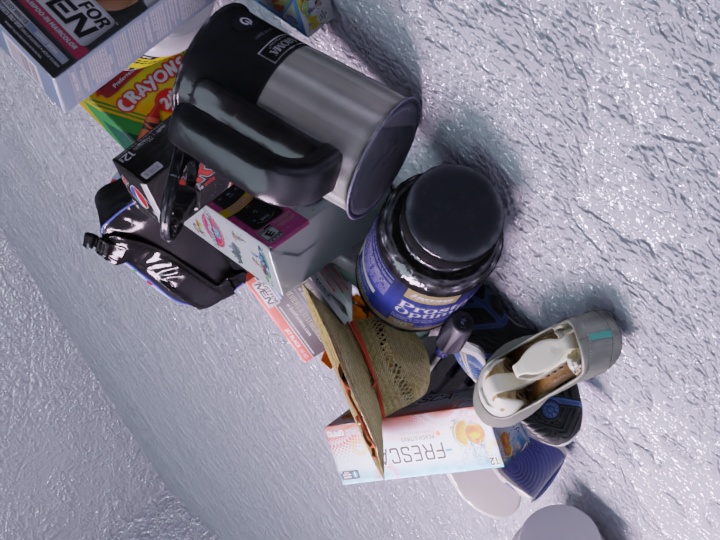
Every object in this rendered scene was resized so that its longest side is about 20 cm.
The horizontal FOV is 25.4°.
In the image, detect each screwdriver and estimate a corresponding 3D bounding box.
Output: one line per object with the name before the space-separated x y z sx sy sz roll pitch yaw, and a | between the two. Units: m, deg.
screwdriver | 0.074 0.086 1.514 0.200 0.028 0.029 112 156 -61

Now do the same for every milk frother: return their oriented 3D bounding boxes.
milk frother | -0.076 -0.094 1.396 0.188 0.181 0.200 30 146 16

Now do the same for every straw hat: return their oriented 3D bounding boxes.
straw hat | 0.020 0.089 1.521 0.201 0.085 0.202 158 90 -86

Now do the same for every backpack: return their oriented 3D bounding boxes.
backpack | -0.199 -0.057 1.878 0.191 0.199 0.154 53 -165 -34

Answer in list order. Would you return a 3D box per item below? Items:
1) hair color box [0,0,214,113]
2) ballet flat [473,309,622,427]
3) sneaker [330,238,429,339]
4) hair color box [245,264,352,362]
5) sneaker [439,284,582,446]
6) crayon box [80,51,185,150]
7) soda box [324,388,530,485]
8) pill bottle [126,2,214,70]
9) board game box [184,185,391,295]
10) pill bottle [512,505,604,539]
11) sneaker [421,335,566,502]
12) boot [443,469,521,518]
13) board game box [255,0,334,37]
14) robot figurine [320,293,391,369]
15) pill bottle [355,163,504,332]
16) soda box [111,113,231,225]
hair color box | -0.211 -0.238 1.375 0.099 0.200 0.061 44 162 18
ballet flat | 0.144 0.087 1.388 0.200 0.063 0.068 -36 69 47
sneaker | 0.000 0.000 1.659 0.200 0.074 0.118 43 155 16
hair color box | -0.062 -0.002 1.680 0.111 0.064 0.200 55 -168 -20
sneaker | 0.143 0.088 1.514 0.200 0.076 0.077 52 172 28
crayon box | -0.253 -0.217 1.767 0.200 0.127 0.051 43 161 21
soda box | 0.066 0.164 1.598 0.199 0.064 0.069 -11 101 35
pill bottle | -0.213 -0.265 1.593 0.113 0.112 0.200 55 163 -14
board game box | -0.083 -0.075 1.592 0.200 0.147 0.064 31 149 46
pill bottle | 0.214 0.332 1.724 0.112 0.112 0.200 41 161 26
sneaker | 0.130 0.153 1.674 0.199 0.081 0.115 43 173 13
boot | 0.109 0.197 1.837 0.200 0.073 0.090 51 179 2
board game box | -0.110 -0.302 1.390 0.200 0.034 0.135 39 160 33
robot figurine | 0.001 0.080 1.750 0.145 0.058 0.200 43 -173 -9
pill bottle | 0.063 -0.021 1.404 0.112 0.112 0.200 48 163 6
soda box | -0.133 -0.129 1.524 0.063 0.200 0.071 34 157 42
